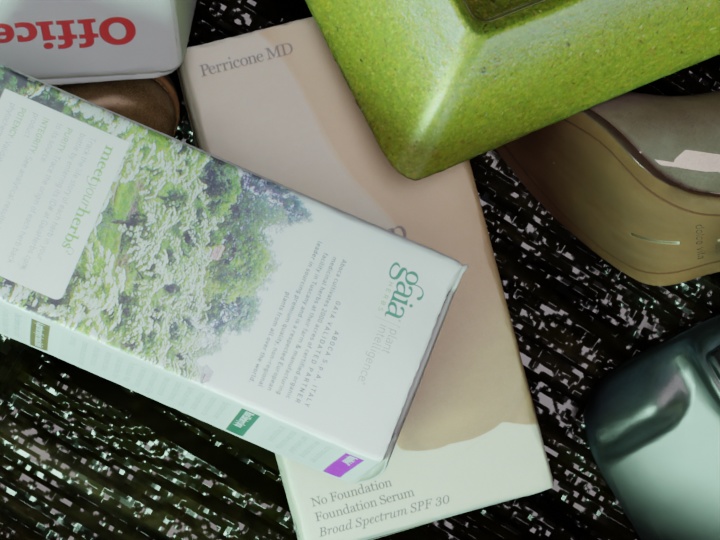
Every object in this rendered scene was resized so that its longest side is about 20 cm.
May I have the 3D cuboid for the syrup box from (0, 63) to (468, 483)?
[{"bbox_3d":[-0.071,0.001,0.907,0.200,0.081,0.079,23,77,-4],"label":"syrup box"}]

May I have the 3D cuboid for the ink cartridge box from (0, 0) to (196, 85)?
[{"bbox_3d":[-0.142,-0.170,0.922,0.144,0.085,0.200,-2,124,5],"label":"ink cartridge box"}]

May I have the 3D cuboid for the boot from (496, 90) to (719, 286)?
[{"bbox_3d":[0.163,-0.053,1.007,0.146,0.070,0.200,-38,62,-25],"label":"boot"}]

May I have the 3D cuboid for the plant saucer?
[{"bbox_3d":[0.060,-0.161,0.968,0.199,0.048,0.200,-23,81,-24],"label":"plant saucer"}]

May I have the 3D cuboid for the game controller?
[{"bbox_3d":[0.169,0.115,1.006,0.104,0.042,0.200,-30,91,39],"label":"game controller"}]

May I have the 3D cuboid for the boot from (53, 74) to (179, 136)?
[{"bbox_3d":[-0.146,-0.004,0.971,0.200,0.075,0.074,-36,128,0],"label":"boot"}]

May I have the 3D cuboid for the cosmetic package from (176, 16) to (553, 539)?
[{"bbox_3d":[0.000,0.000,0.994,0.105,0.071,0.200,-16,90,-4],"label":"cosmetic package"}]
